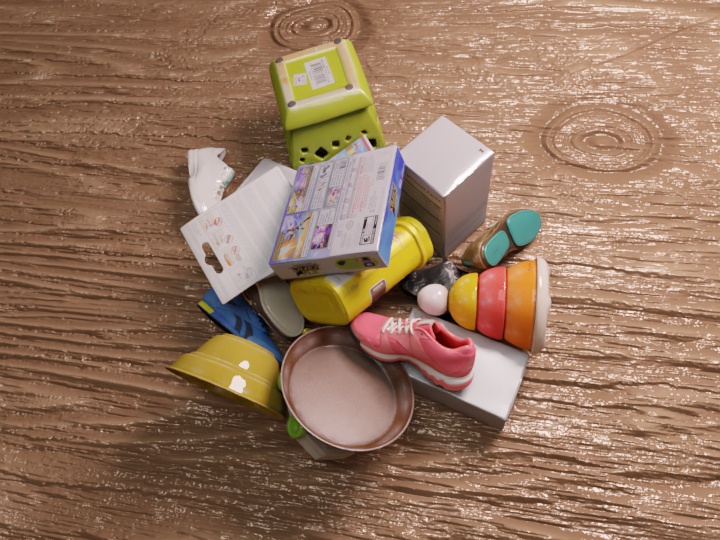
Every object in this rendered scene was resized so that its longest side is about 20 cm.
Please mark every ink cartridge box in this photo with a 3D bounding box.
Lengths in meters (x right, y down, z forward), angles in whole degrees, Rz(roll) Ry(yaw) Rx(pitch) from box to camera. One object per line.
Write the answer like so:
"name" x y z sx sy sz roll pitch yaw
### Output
"ink cartridge box" -0.178 -0.057 0.960 0.199 0.047 0.161 -33 75 -4

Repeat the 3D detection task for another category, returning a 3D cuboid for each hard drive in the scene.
"hard drive" -0.164 -0.136 1.071 0.199 0.027 0.132 28 76 45

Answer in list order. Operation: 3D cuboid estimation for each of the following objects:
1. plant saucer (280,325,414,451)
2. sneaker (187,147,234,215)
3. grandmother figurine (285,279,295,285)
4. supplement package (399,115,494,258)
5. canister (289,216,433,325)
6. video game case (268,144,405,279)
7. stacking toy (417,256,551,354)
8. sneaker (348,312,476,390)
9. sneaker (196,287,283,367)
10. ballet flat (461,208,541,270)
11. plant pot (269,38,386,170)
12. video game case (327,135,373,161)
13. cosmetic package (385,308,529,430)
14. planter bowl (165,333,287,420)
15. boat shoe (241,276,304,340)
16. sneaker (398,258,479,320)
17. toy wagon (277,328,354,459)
"plant saucer" -0.020 0.170 0.815 0.198 0.035 0.201 14 43 -13
"sneaker" -0.291 -0.173 1.132 0.088 0.075 0.202 -13 60 -4
"grandmother figurine" -0.137 0.009 1.026 0.199 0.061 0.122 36 87 25
"supplement package" 0.142 -0.137 0.979 0.117 0.200 0.117 -40 65 -14
"canister" 0.000 0.000 0.918 0.199 0.087 0.148 -37 20 -32
"video game case" -0.032 -0.088 0.866 0.180 0.046 0.202 -6 54 26
"stacking toy" 0.187 0.047 0.883 0.198 0.146 0.147 4 63 14
"sneaker" 0.079 0.095 0.834 0.198 0.087 0.074 21 40 14
"sneaker" -0.194 0.089 0.987 0.199 0.066 0.078 36 69 23
"ballet flat" 0.239 -0.053 0.990 0.072 0.068 0.200 -10 20 49
"plant pot" -0.068 -0.318 1.113 0.197 0.182 0.202 -16 61 0
"video game case" -0.053 -0.152 1.038 0.199 0.017 0.144 -33 42 10
"cosmetic package" 0.152 0.154 0.898 0.198 0.081 0.113 24 69 17
"planter bowl" -0.187 0.152 0.873 0.199 0.201 0.084 18 70 16
"boat shoe" -0.166 0.038 0.975 0.072 0.060 0.201 -20 69 -46
"sneaker" 0.168 0.018 0.976 0.198 0.060 0.105 -21 66 1
"toy wagon" -0.061 0.186 0.877 0.039 0.154 0.202 -36 57 28
